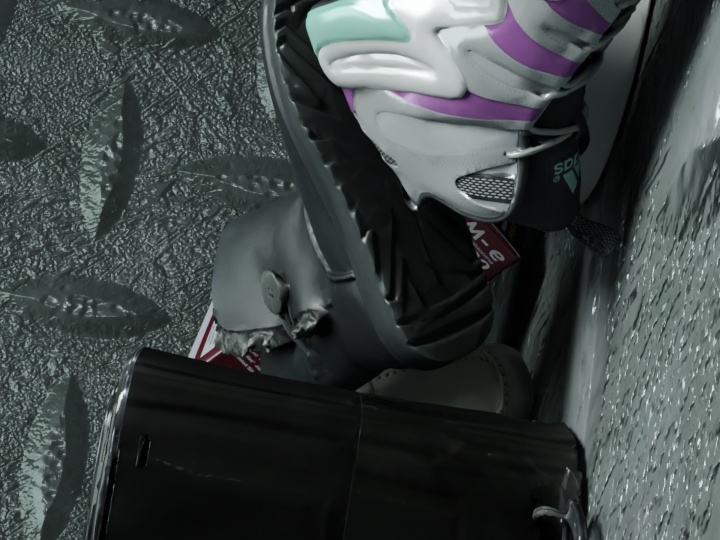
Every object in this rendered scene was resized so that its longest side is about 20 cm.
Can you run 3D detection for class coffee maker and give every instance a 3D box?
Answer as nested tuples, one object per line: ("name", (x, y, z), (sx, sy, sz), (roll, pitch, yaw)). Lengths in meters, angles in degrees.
("coffee maker", (-0.014, 0.099, 0.858), (0.192, 0.198, 0.136), (108, 170, -68))

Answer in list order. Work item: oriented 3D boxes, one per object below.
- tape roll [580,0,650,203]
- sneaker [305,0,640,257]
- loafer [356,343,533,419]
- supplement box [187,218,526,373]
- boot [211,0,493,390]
("tape roll", (0.085, -0.135, 0.943), (0.202, 0.070, 0.205), (-171, 90, -87))
("sneaker", (0.080, -0.070, 0.801), (0.199, 0.078, 0.141), (-12, 108, 48))
("loafer", (-0.003, 0.093, 1.022), (0.199, 0.070, 0.070), (-32, 65, 27))
("supplement box", (0.000, 0.000, 1.097), (0.199, 0.061, 0.109), (-37, 18, 27))
("boot", (-0.026, -0.035, 0.942), (0.168, 0.076, 0.202), (-20, 89, 58))
